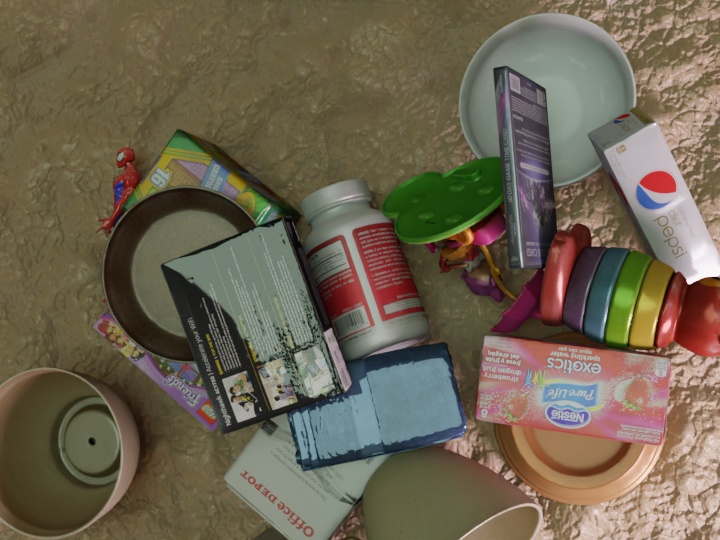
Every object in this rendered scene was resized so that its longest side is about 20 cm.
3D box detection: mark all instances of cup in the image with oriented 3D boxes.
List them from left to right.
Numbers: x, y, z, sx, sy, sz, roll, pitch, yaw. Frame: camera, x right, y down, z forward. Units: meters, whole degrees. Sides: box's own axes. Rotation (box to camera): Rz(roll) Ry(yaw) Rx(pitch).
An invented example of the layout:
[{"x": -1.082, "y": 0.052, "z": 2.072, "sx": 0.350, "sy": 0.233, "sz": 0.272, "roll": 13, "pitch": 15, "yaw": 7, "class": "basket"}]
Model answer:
[{"x": 0.083, "y": 0.280, "z": 1.105, "sx": 0.200, "sy": 0.200, "sz": 0.143, "roll": -46, "pitch": 56, "yaw": 7, "class": "cup"}]

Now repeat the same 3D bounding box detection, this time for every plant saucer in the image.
[{"x": -0.193, "y": 0.004, "z": 1.121, "sx": 0.199, "sy": 0.037, "sz": 0.202, "roll": 0, "pitch": 93, "yaw": 6, "class": "plant saucer"}, {"x": 0.252, "y": 0.171, "z": 1.136, "sx": 0.199, "sy": 0.037, "sz": 0.202, "roll": -1, "pitch": 86, "yaw": 13, "class": "plant saucer"}]

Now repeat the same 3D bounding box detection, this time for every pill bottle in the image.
[{"x": 0.000, "y": 0.000, "z": 1.164, "sx": 0.112, "sy": 0.112, "sz": 0.201, "roll": -21, "pitch": 80, "yaw": 11, "class": "pill bottle"}]

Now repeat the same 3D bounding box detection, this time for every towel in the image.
[{"x": 0.015, "y": 0.152, "z": 1.102, "sx": 0.199, "sy": 0.049, "sz": 0.112, "roll": -13, "pitch": 81, "yaw": 10, "class": "towel"}]

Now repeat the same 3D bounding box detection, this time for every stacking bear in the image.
[{"x": 0.301, "y": 0.032, "z": 1.037, "sx": 0.199, "sy": 0.121, "sz": 0.114, "roll": 16, "pitch": 105, "yaw": 23, "class": "stacking bear"}]

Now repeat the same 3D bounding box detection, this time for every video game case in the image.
[{"x": 0.177, "y": -0.102, "z": 1.033, "sx": 0.019, "sy": 0.143, "sz": 0.201, "roll": -4, "pitch": 88, "yaw": 26, "class": "video game case"}]

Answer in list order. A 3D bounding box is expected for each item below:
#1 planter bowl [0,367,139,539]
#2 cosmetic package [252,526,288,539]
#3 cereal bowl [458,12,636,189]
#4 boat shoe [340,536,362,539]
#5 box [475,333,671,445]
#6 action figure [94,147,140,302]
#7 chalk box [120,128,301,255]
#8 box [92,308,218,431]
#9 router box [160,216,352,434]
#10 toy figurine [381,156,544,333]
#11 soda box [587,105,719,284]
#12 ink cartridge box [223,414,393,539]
[{"x": -0.357, "y": 0.219, "z": 1.223, "sx": 0.199, "sy": 0.135, "sz": 0.202, "roll": -1, "pitch": 86, "yaw": 14, "class": "planter bowl"}, {"x": -0.128, "y": 0.426, "z": 1.181, "sx": 0.103, "sy": 0.087, "sz": 0.201, "roll": 29, "pitch": 93, "yaw": 12, "class": "cosmetic package"}, {"x": 0.216, "y": -0.190, "z": 1.140, "sx": 0.199, "sy": 0.083, "sz": 0.201, "roll": 0, "pitch": 88, "yaw": 13, "class": "cereal bowl"}, {"x": -0.008, "y": 0.369, "z": 1.104, "sx": 0.072, "sy": 0.201, "sz": 0.072, "roll": -24, "pitch": 51, "yaw": -18, "class": "boat shoe"}, {"x": 0.230, "y": 0.127, "z": 1.073, "sx": 0.199, "sy": 0.100, "sz": 0.096, "roll": 7, "pitch": 88, "yaw": 13, "class": "box"}, {"x": -0.309, "y": -0.058, "z": 1.265, "sx": 0.051, "sy": 0.065, "sz": 0.201, "roll": 7, "pitch": 88, "yaw": -7, "class": "action figure"}, {"x": -0.163, "y": -0.059, "z": 1.202, "sx": 0.200, "sy": 0.124, "sz": 0.124, "roll": 38, "pitch": 95, "yaw": 11, "class": "chalk box"}, {"x": -0.211, "y": 0.083, "z": 1.223, "sx": 0.200, "sy": 0.039, "sz": 0.137, "roll": 41, "pitch": 97, "yaw": -3, "class": "box"}, {"x": -0.113, "y": 0.059, "z": 1.071, "sx": 0.148, "sy": 0.051, "sz": 0.201, "roll": -20, "pitch": 90, "yaw": 9, "class": "router box"}, {"x": 0.132, "y": -0.013, "z": 1.123, "sx": 0.150, "sy": 0.200, "sz": 0.185, "roll": -42, "pitch": 116, "yaw": -20, "class": "toy figurine"}, {"x": 0.324, "y": -0.074, "z": 1.072, "sx": 0.063, "sy": 0.068, "sz": 0.200, "roll": -30, "pitch": 112, "yaw": 10, "class": "soda box"}, {"x": -0.044, "y": 0.213, "z": 1.176, "sx": 0.144, "sy": 0.084, "sz": 0.200, "roll": 38, "pitch": 94, "yaw": 12, "class": "ink cartridge box"}]
